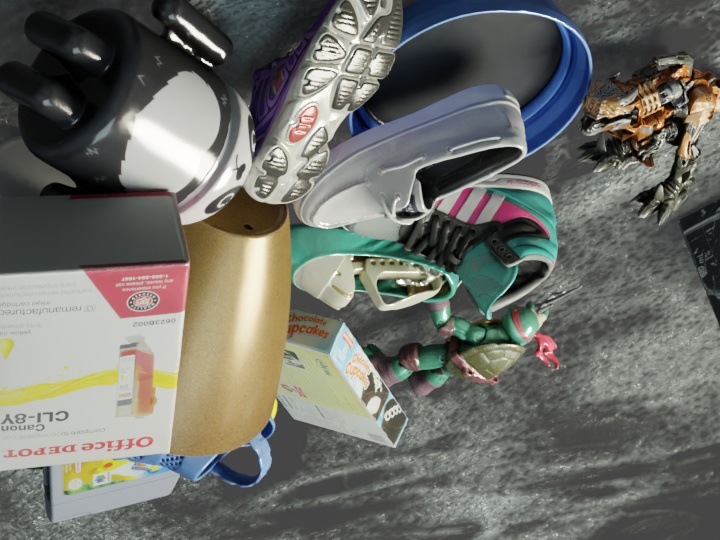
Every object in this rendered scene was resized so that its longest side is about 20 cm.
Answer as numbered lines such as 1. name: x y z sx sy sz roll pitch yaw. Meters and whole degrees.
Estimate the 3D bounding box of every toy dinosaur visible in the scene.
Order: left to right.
1. toy dinosaur: 0.256 -0.122 1.521 0.199 0.102 0.136 5 126 -23

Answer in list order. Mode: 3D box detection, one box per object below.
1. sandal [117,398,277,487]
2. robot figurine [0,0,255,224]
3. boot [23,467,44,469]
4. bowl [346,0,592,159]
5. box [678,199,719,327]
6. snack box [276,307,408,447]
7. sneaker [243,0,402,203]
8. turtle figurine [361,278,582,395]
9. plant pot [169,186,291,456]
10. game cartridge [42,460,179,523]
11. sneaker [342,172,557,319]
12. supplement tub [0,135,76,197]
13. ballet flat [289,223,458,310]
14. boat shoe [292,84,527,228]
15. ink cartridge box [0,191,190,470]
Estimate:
1. sandal: -0.151 0.143 1.580 0.199 0.087 0.080 1 139 -30
2. robot figurine: -0.165 -0.111 1.332 0.150 0.125 0.200 -32 140 24
3. boot: -0.237 0.098 1.658 0.199 0.069 0.174 -10 148 -27
4. bowl: 0.083 -0.149 1.457 0.200 0.039 0.201 -11 146 -8
5. box: 0.426 0.010 1.676 0.196 0.201 0.124 -29 142 19
6. snack box: -0.040 0.095 1.703 0.116 0.037 0.200 14 156 26
7. sneaker: -0.045 -0.147 1.385 0.080 0.083 0.200 9 124 -46
8. turtle figurine: 0.103 0.058 1.713 0.200 0.101 0.150 -29 137 34
9. plant pot: -0.132 0.018 1.503 0.186 0.187 0.200 2 132 -25
10. game cartridge: -0.220 0.153 1.655 0.133 0.041 0.200 -15 144 -19
11. sneaker: 0.084 -0.017 1.571 0.199 0.121 0.084 -2 144 -19
12. supplement tub: -0.267 0.009 1.436 0.144 0.145 0.200 9 129 -32
13. ballet flat: 0.000 0.000 1.607 0.199 0.071 0.067 2 143 -23
14. boat shoe: 0.040 -0.074 1.451 0.199 0.069 0.072 -22 145 9
15. ink cartridge box: -0.205 0.046 1.329 0.145 0.084 0.200 -4 134 -16
